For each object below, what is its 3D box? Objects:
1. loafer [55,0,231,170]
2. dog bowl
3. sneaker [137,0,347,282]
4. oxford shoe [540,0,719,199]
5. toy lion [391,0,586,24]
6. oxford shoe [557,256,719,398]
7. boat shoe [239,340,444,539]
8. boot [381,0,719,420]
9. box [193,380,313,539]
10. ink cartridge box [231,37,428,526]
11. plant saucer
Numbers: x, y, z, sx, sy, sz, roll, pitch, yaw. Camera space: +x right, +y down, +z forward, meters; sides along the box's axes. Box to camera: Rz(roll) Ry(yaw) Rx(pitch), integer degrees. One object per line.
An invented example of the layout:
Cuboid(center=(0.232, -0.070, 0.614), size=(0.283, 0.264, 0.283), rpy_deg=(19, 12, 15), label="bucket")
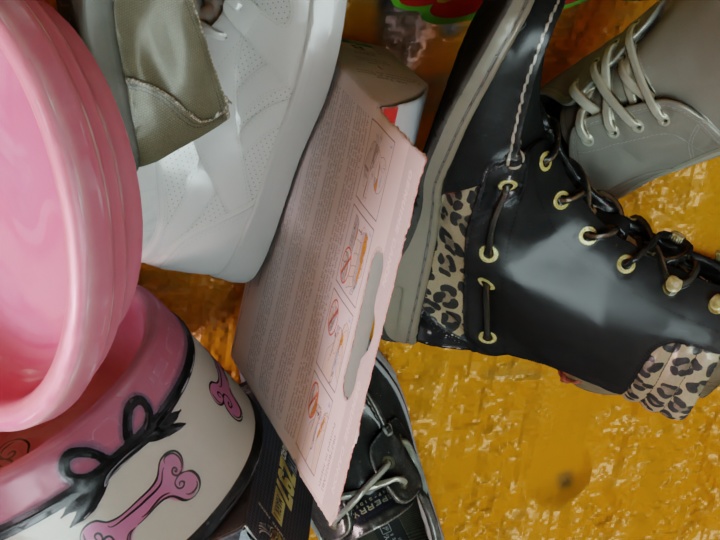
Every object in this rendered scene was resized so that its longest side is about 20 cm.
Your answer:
Cuboid(center=(-0.093, -0.141, 1.080), size=(0.069, 0.075, 0.202), rpy_deg=(-11, 105, -16), label="loafer")
Cuboid(center=(-0.147, 0.080, 1.155), size=(0.199, 0.200, 0.074), rpy_deg=(-27, 115, -1), label="dog bowl")
Cuboid(center=(-0.079, -0.087, 1.141), size=(0.115, 0.074, 0.201), rpy_deg=(6, 118, -23), label="sneaker")
Cuboid(center=(0.125, -0.078, 1.171), size=(0.057, 0.076, 0.200), rpy_deg=(-3, 160, -36), label="oxford shoe")
Cuboid(center=(0.110, -0.155, 1.140), size=(0.191, 0.069, 0.199), rpy_deg=(-27, 158, 33), label="toy lion")
Cuboid(center=(0.105, 0.029, 1.283), size=(0.199, 0.071, 0.075), rpy_deg=(11, 124, -23), label="oxford shoe")
Cuboid(center=(0.005, 0.102, 1.290), size=(0.072, 0.071, 0.201), rpy_deg=(-28, 123, 1), label="boat shoe")
Cuboid(center=(0.100, -0.029, 1.147), size=(0.153, 0.074, 0.204), rpy_deg=(19, 130, 1), label="boot")
Cuboid(center=(-0.118, 0.136, 1.194), size=(0.199, 0.158, 0.051), rpy_deg=(-27, 108, 12), label="box")
Cuboid(center=(0.000, 0.000, 1.127), size=(0.050, 0.200, 0.162), rpy_deg=(8, 106, -20), label="ink cartridge box")
Cuboid(center=(-0.151, -0.037, 1.083), size=(0.051, 0.200, 0.202), rpy_deg=(-18, 129, -36), label="plant saucer")
